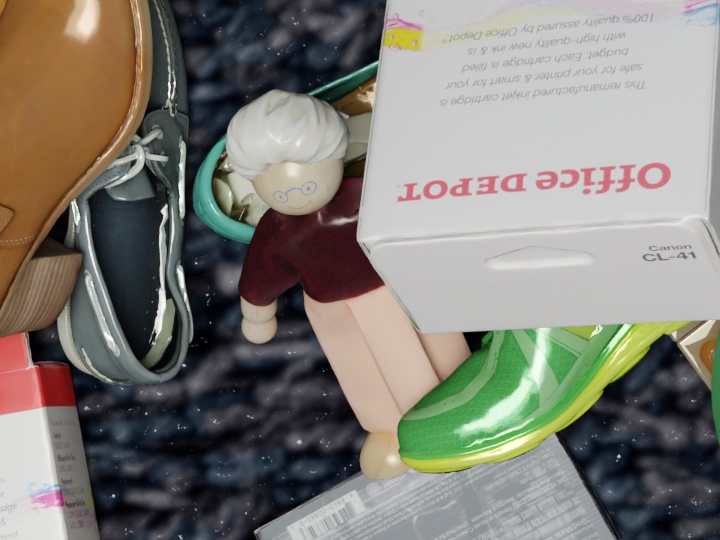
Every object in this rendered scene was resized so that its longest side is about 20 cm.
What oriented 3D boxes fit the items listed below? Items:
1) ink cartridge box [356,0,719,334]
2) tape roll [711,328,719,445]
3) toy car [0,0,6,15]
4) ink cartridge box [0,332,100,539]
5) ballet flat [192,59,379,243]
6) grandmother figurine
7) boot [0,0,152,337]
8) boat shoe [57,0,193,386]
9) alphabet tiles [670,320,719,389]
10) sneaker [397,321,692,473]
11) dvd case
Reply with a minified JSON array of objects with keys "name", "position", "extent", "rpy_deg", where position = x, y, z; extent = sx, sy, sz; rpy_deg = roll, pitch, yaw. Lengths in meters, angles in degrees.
[{"name":"ink cartridge box","position":[0.087,-0.081,1.235],"extent":[0.147,0.086,0.201],"rpy_deg":[-3,61,20]},{"name":"tape roll","position":[0.255,0.051,1.302],"extent":[0.200,0.048,0.201],"rpy_deg":[-2,110,-6]},{"name":"toy car","position":[-0.227,-0.098,1.343],"extent":[0.199,0.184,0.177],"rpy_deg":[-7,96,-21]},{"name":"ink cartridge box","position":[-0.185,0.111,1.381],"extent":[0.116,0.067,0.201],"rpy_deg":[-10,86,9]},{"name":"ballet flat","position":[0.014,-0.064,1.339],"extent":[0.200,0.070,0.067],"rpy_deg":[-26,93,10]},{"name":"grandmother figurine","position":[0.000,0.000,1.310],"extent":[0.121,0.061,0.200],"rpy_deg":[-28,125,3]},{"name":"boot","position":[-0.173,-0.060,1.260],"extent":[0.077,0.155,0.200],"rpy_deg":[29,108,31]},{"name":"boat shoe","position":[-0.101,-0.044,1.348],"extent":[0.073,0.062,0.201],"rpy_deg":[-5,104,-29]},{"name":"alphabet tiles","position":[0.186,-0.044,1.321],"extent":[0.167,0.008,0.200],"rpy_deg":[-37,96,8]},{"name":"sneaker","position":[0.089,0.011,1.292],"extent":[0.200,0.074,0.084],"rpy_deg":[-40,98,5]},{"name":"dvd case","position":[0.063,0.172,1.389],"extent":[0.148,0.016,0.200],"rpy_deg":[-29,92,9]}]
